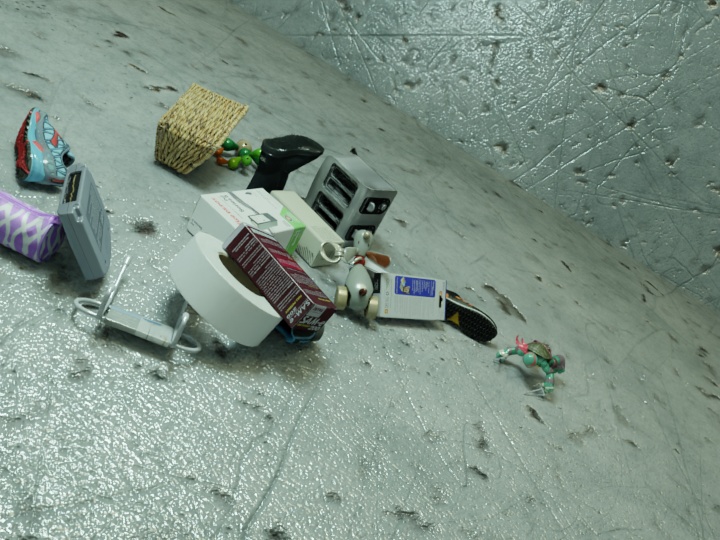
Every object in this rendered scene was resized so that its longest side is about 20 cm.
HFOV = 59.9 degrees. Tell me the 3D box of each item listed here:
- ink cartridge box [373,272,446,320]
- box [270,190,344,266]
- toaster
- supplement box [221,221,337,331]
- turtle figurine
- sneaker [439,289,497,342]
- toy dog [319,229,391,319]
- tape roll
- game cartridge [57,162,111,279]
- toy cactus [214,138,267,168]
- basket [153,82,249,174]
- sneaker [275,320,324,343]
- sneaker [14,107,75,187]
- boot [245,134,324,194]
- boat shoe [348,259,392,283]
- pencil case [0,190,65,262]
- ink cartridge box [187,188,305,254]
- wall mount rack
[{"bbox_3d":[0.112,0.060,1.396,0.198,0.096,0.037,6,-6,-36],"label":"ink cartridge box"},{"bbox_3d":[-0.135,-0.099,1.439,0.200,0.069,0.082,45,29,26],"label":"box"},{"bbox_3d":[-0.032,-0.183,1.567,0.200,0.182,0.118,46,31,26],"label":"toaster"},{"bbox_3d":[-0.138,0.012,1.079,0.200,0.061,0.109,46,8,20],"label":"supplement box"},{"bbox_3d":[0.406,0.214,1.457,0.150,0.101,0.199,46,24,27],"label":"turtle figurine"},{"bbox_3d":[0.246,0.094,1.514,0.198,0.070,0.090,28,29,-3],"label":"sneaker"},{"bbox_3d":[0.000,0.000,1.301,0.130,0.096,0.202,-7,70,-21],"label":"toy dog"},{"bbox_3d":[-0.219,0.030,1.038,0.202,0.071,0.203,44,6,-6],"label":"tape roll"},{"bbox_3d":[-0.437,-0.076,1.001,0.040,0.135,0.200,-18,34,-9],"label":"game cartridge"},{"bbox_3d":[-0.304,-0.317,1.624,0.197,0.103,0.165,10,22,-18],"label":"toy cactus"},{"bbox_3d":[-0.366,-0.309,1.446,0.147,0.143,0.201,22,44,-3],"label":"basket"},{"bbox_3d":[-0.150,0.054,1.151,0.200,0.074,0.081,43,30,24],"label":"sneaker"},{"bbox_3d":[-0.590,-0.223,1.173,0.095,0.079,0.201,20,35,-42],"label":"sneaker"},{"bbox_3d":[-0.188,-0.233,1.496,0.076,0.169,0.199,41,32,21],"label":"boot"},{"bbox_3d":[0.055,0.042,1.410,0.199,0.070,0.067,30,53,-31],"label":"boat shoe"},{"bbox_3d":[-0.552,-0.092,0.957,0.198,0.086,0.084,29,21,-8],"label":"pencil case"},{"bbox_3d":[-0.233,-0.091,1.298,0.145,0.084,0.199,40,27,17],"label":"ink cartridge box"},{"bbox_3d":[-0.328,0.050,0.970,0.198,0.075,0.174,25,8,-17],"label":"wall mount rack"}]
